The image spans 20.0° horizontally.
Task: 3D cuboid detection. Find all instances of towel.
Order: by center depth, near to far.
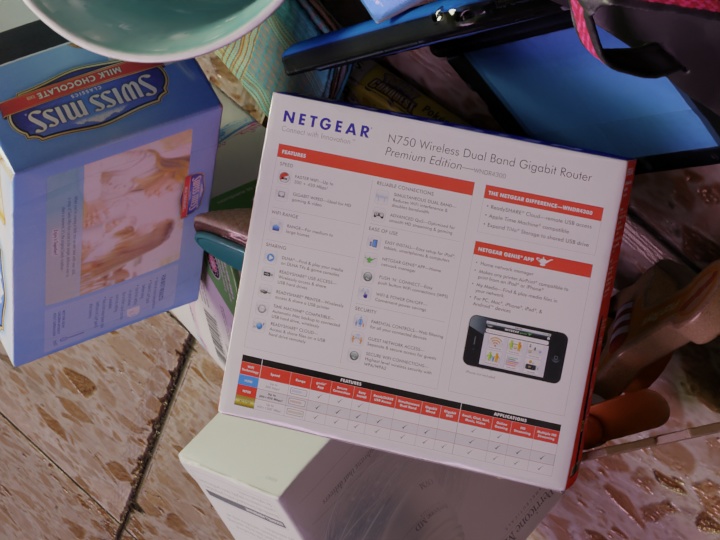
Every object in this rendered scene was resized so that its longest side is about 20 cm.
[{"bbox_3d":[-0.080,-0.172,1.271,0.200,0.022,0.147,51,157,12],"label":"towel"}]

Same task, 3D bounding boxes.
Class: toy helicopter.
[{"bbox_3d":[0.153,0.047,1.163,0.079,0.133,0.200,38,151,-7],"label":"toy helicopter"}]

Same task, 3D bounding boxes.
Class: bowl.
[{"bbox_3d":[-0.095,-0.212,1.105,0.201,0.201,0.105,40,-167,10],"label":"bowl"}]

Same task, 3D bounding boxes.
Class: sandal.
[{"bbox_3d":[0.139,-0.117,0.946,0.199,0.045,0.075,31,140,-23],"label":"sandal"}]

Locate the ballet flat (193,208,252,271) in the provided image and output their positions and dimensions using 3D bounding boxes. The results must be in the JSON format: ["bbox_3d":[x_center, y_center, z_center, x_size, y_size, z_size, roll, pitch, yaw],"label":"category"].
[{"bbox_3d":[0.000,0.000,1.179,0.199,0.063,0.067,27,167,10],"label":"ballet flat"}]

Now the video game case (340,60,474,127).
[{"bbox_3d":[0.031,-0.052,1.326,0.180,0.026,0.200,35,155,20],"label":"video game case"}]

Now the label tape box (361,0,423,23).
[{"bbox_3d":[0.051,-0.223,0.952,0.199,0.066,0.144,-24,113,34],"label":"label tape box"}]

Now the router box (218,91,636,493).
[{"bbox_3d":[0.036,0.009,1.106,0.199,0.181,0.049,12,-173,12],"label":"router box"}]

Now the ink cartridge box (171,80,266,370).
[{"bbox_3d":[-0.080,-0.018,1.335,0.200,0.084,0.146,42,150,52],"label":"ink cartridge box"}]

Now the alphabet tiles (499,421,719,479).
[{"bbox_3d":[0.180,0.098,1.189,0.200,0.165,0.006,154,106,-65],"label":"alphabet tiles"}]

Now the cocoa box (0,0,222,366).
[{"bbox_3d":[-0.171,-0.063,1.206,0.132,0.133,0.201,58,156,27],"label":"cocoa box"}]

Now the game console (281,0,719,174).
[{"bbox_3d":[0.082,-0.091,1.082,0.200,0.170,0.119,-6,99,59],"label":"game console"}]

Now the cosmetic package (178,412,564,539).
[{"bbox_3d":[0.013,0.148,1.457,0.123,0.199,0.201,15,143,48],"label":"cosmetic package"}]
